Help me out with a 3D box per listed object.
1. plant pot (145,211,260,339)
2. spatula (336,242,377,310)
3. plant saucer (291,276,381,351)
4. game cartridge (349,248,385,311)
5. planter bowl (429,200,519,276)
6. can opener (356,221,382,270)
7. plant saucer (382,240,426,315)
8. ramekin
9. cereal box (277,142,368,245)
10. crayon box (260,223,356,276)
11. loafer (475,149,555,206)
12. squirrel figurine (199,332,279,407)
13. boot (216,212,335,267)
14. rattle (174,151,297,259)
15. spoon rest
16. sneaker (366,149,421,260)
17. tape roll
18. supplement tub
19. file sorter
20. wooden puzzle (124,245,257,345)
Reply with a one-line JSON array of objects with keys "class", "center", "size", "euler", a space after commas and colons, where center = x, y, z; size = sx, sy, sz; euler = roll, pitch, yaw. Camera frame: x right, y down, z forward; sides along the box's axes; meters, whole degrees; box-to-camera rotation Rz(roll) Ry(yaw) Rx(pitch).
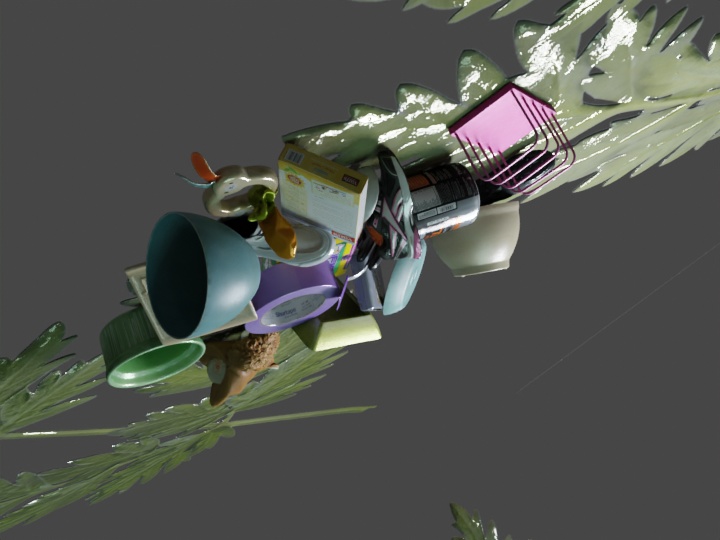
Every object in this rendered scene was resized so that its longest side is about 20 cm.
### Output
[{"class": "plant pot", "center": [-0.242, 0.005, 1.453], "size": [0.134, 0.201, 0.200], "euler": [-3, 152, -40]}, {"class": "spatula", "center": [0.000, 0.000, 1.770], "size": [0.200, 0.020, 0.057], "euler": [-51, 167, -35]}, {"class": "plant saucer", "center": [-0.074, 0.077, 1.902], "size": [0.199, 0.200, 0.048], "euler": [-7, 131, -41]}, {"class": "game cartridge", "center": [0.018, 0.019, 1.895], "size": [0.041, 0.134, 0.200], "euler": [-8, 177, 10]}, {"class": "planter bowl", "center": [0.241, -0.061, 1.866], "size": [0.199, 0.136, 0.200], "euler": [-10, -178, 0]}, {"class": "can opener", "center": [0.029, -0.051, 1.731], "size": [0.200, 0.063, 0.079], "euler": [-80, -164, -65]}, {"class": "plant saucer", "center": [0.101, 0.008, 1.938], "size": [0.200, 0.036, 0.201], "euler": [21, 90, -79]}, {"class": "ramekin", "center": [-0.416, 0.144, 1.769], "size": [0.199, 0.098, 0.200], "euler": [-22, 161, -8]}, {"class": "cereal box", "center": [-0.062, -0.121, 1.468], "size": [0.200, 0.143, 0.040], "euler": [99, 15, -69]}, {"class": "crayon box", "center": [-0.101, -0.032, 1.750], "size": [0.171, 0.059, 0.200], "euler": [-17, 160, -18]}, {"class": "loafer", "center": [0.306, -0.188, 1.830], "size": [0.200, 0.069, 0.070], "euler": [-27, 169, 22]}, {"class": "squirrel figurine", "center": [-0.253, 0.201, 2.065], "size": [0.200, 0.142, 0.186], "euler": [-35, 165, 33]}, {"class": "boot", "center": [-0.148, -0.055, 1.515], "size": [0.198, 0.074, 0.096], "euler": [3, 167, 22]}, {"class": "rattle", "center": [-0.190, -0.092, 1.379], "size": [0.129, 0.144, 0.200], "euler": [-10, 170, 13]}, {"class": "spoon rest", "center": [-0.027, -0.114, 1.595], "size": [0.060, 0.100, 0.200], "euler": [11, 153, -36]}, {"class": "sneaker", "center": [0.049, -0.106, 1.562], "size": [0.086, 0.202, 0.080], "euler": [-13, -166, -1]}, {"class": "tape roll", "center": [-0.140, 0.050, 1.734], "size": [0.199, 0.066, 0.200], "euler": [-20, 161, -7]}, {"class": "supplement tub", "center": [0.113, -0.121, 1.682], "size": [0.199, 0.123, 0.123], "euler": [-18, 160, -17]}, {"class": "file sorter", "center": [0.282, -0.224, 1.611], "size": [0.139, 0.126, 0.199], "euler": [-35, 158, 27]}, {"class": "wooden puzzle", "center": [-0.299, 0.036, 1.600], "size": [0.184, 0.046, 0.201], "euler": [-16, 130, 3]}]
